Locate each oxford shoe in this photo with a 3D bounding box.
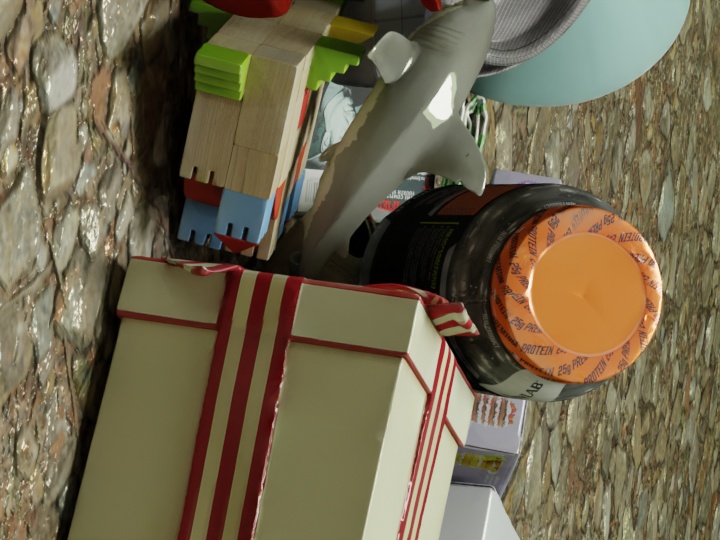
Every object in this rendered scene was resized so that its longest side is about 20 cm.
[{"bbox_3d":[0.000,0.000,1.800,0.075,0.070,0.200,-65,163,11],"label":"oxford shoe"}]

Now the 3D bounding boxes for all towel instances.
[{"bbox_3d":[0.059,-0.008,1.929,0.153,0.023,0.201,71,28,-85],"label":"towel"}]

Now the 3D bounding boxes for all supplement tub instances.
[{"bbox_3d":[0.086,0.011,1.673,0.200,0.122,0.123,-175,-90,-70],"label":"supplement tub"}]

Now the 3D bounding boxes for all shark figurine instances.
[{"bbox_3d":[0.023,-0.050,1.613,0.215,0.089,0.128,-60,168,9],"label":"shark figurine"}]

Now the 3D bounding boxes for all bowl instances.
[{"bbox_3d":[0.122,-0.219,1.960,0.105,0.200,0.201,81,20,-60],"label":"bowl"}]

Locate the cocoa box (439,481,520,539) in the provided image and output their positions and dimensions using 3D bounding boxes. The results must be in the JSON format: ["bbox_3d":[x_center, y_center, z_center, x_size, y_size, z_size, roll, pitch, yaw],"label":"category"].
[{"bbox_3d":[0.018,0.244,1.874,0.133,0.131,0.200,62,36,-63],"label":"cocoa box"}]

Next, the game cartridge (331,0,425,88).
[{"bbox_3d":[0.000,-0.205,1.701,0.133,0.041,0.201,-169,-109,-69],"label":"game cartridge"}]

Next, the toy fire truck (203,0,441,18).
[{"bbox_3d":[-0.003,-0.180,1.559,0.200,0.176,0.129,65,32,-46],"label":"toy fire truck"}]

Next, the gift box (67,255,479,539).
[{"bbox_3d":[-0.038,0.088,1.546,0.200,0.184,0.187,71,30,-68],"label":"gift box"}]

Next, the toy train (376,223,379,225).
[{"bbox_3d":[0.017,-0.020,1.933,0.200,0.055,0.150,76,24,-49],"label":"toy train"}]

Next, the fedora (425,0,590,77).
[{"bbox_3d":[0.091,-0.203,1.779,0.177,0.090,0.200,35,94,-30],"label":"fedora"}]

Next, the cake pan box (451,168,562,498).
[{"bbox_3d":[0.085,0.052,1.910,0.184,0.052,0.200,108,-8,-70],"label":"cake pan box"}]

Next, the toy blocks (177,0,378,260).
[{"bbox_3d":[-0.059,-0.071,1.613,0.200,0.100,0.137,-63,167,-71],"label":"toy blocks"}]

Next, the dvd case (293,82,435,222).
[{"bbox_3d":[0.003,-0.130,1.827,0.146,0.022,0.201,1,93,-52],"label":"dvd case"}]
